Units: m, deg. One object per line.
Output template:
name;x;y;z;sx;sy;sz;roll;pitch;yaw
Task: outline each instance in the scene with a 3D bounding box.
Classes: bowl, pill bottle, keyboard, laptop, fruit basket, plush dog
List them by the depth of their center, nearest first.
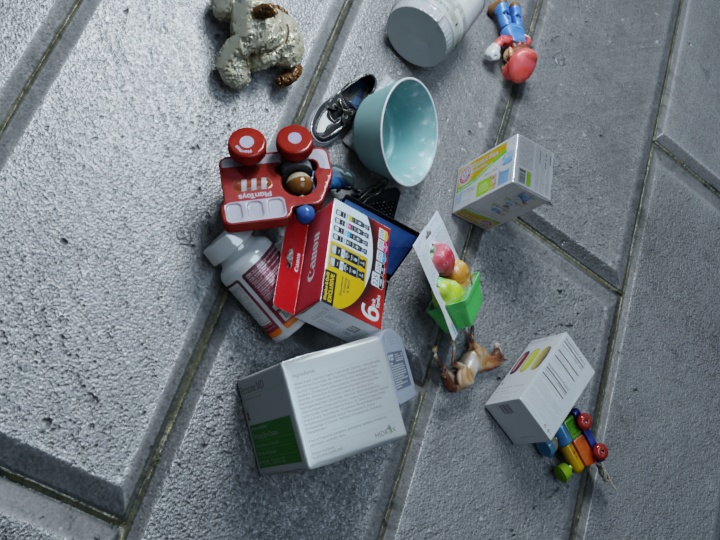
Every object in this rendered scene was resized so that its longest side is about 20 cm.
pill bottle;-0.170;0.014;1.507;0.201;0.109;0.110;50;57;-11
laptop;0.000;0.000;1.620;0.175;0.103;0.204;25;62;-23
plush dog;-0.169;-0.436;1.626;0.170;0.158;0.205;7;71;-54
keyboard;-0.001;-0.111;1.657;0.197;0.040;0.106;-16;129;-34
fruit basket;0.159;0.008;1.701;0.202;0.092;0.186;59;29;-13
bowl;0.056;-0.267;1.705;0.199;0.103;0.206;-10;103;-53
keyboard;0.030;-0.313;1.782;0.056;0.011;0.202;40;59;-17

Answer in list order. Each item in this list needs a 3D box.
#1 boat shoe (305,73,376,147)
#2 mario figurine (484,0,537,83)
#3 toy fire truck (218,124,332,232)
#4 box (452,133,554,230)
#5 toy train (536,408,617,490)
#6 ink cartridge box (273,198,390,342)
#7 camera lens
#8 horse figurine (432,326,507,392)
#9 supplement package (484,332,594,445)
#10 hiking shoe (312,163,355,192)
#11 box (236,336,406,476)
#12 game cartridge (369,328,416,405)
boat shoe;-0.031;-0.316;1.711;0.070;0.066;0.200;50;57;-10
mario figurine;0.335;-0.510;2.004;0.120;0.106;0.204;-9;67;3
toy fire truck;-0.142;-0.143;1.482;0.195;0.113;0.171;-6;59;-12
box;0.287;-0.175;1.791;0.100;0.199;0.115;22;64;-25
toy train;0.447;0.397;1.809;0.115;0.084;0.203;-30;93;-23
ink cartridge box;-0.045;-0.006;1.492;0.173;0.083;0.204;26;54;-30
camera lens;0.161;-0.546;1.838;0.160;0.159;0.201;43;59;-14
horse figurine;0.206;0.175;1.726;0.200;0.049;0.135;-42;117;-41
supplement package;0.363;0.238;1.776;0.110;0.113;0.200;51;56;-10
hiking shoe;-0.104;-0.154;1.625;0.195;0.074;0.089;4;78;-20
box;-0.067;0.226;1.458;0.196;0.198;0.175;-11;81;-32
game cartridge;0.054;0.174;1.579;0.200;0.041;0.136;12;58;-76
